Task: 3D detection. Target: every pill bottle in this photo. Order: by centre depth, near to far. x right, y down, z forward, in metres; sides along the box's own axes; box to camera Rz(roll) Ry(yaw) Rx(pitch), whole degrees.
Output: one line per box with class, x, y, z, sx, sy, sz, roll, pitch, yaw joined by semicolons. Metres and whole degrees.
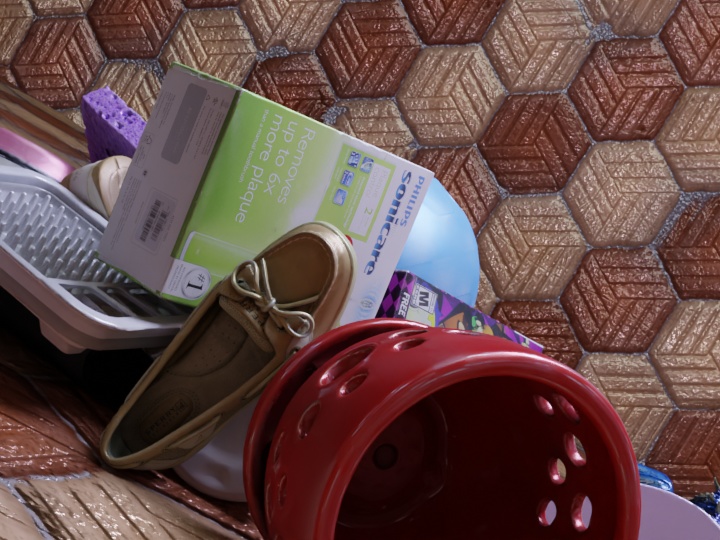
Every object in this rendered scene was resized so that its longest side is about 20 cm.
pill bottle;-0.077;0.093;1.014;0.114;0.114;0.200;31;3;1

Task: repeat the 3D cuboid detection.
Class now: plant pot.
plant pot;0.035;0.124;0.820;0.200;0.201;0.182;30;0;-25

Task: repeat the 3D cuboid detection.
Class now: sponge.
sponge;-0.154;-0.053;1.118;0.200;0.030;0.112;42;-31;32

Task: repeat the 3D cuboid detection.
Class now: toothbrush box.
toothbrush box;-0.063;-0.040;0.979;0.086;0.146;0.200;26;4;42

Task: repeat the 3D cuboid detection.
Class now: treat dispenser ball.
treat dispenser ball;0.000;0.000;1.185;0.201;0.201;0.201;31;3;-2

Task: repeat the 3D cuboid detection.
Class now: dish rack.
dish rack;-0.208;-0.005;0.959;0.200;0.044;0.172;38;14;19

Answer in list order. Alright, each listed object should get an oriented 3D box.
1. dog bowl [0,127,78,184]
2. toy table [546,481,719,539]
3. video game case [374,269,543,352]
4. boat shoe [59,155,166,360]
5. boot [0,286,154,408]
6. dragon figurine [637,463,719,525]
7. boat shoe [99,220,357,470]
dog bowl;-0.293;-0.057;1.162;0.200;0.074;0.200;24;-14;6
toy table;0.169;0.217;0.981;0.200;0.184;0.117;1;-16;25
video game case;0.057;0.123;1.082;0.036;0.200;0.181;1;-21;45
boat shoe;-0.182;0.009;1.102;0.069;0.200;0.074;-6;15;36
boot;-0.257;0.020;0.995;0.200;0.066;0.165;37;7;24
dragon figurine;0.207;0.184;1.091;0.200;0.100;0.059;26;25;33
boat shoe;-0.082;0.049;0.875;0.073;0.201;0.063;49;8;9
